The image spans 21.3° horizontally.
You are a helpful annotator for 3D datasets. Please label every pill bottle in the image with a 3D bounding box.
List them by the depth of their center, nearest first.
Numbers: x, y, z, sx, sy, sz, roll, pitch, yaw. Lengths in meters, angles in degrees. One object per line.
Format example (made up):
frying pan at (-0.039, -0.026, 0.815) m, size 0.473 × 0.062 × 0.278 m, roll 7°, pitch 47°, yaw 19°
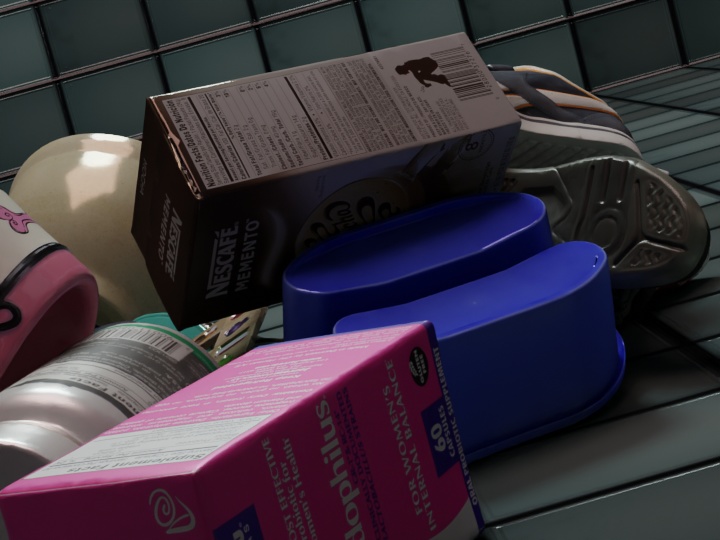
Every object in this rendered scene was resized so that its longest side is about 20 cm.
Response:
pill bottle at (-0.135, 0.101, 0.929) m, size 0.112 × 0.114 × 0.200 m, roll -13°, pitch 8°, yaw 15°

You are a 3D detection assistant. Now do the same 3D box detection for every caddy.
caddy at (0.049, 0.042, 1.035) m, size 0.198 × 0.106 × 0.141 m, roll -18°, pitch 33°, yaw -19°

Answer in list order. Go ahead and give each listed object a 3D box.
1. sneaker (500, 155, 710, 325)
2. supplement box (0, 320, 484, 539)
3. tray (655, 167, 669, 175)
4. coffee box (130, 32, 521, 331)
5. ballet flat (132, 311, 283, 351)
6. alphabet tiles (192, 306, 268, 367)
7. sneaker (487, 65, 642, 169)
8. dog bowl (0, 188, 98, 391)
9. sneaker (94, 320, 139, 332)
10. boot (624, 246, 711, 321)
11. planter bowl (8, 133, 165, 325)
sneaker at (0.154, -0.015, 1.134) m, size 0.114 × 0.077 × 0.199 m, roll 22°, pitch -12°, yaw -31°
supplement box at (-0.042, 0.101, 0.791) m, size 0.103 × 0.102 × 0.200 m, roll -10°, pitch 10°, yaw 32°
tray at (0.106, -0.049, 1.336) m, size 0.199 × 0.022 × 0.107 m, roll -4°, pitch 23°, yaw 38°
coffee box at (-0.022, -0.052, 1.078) m, size 0.198 × 0.080 × 0.113 m, roll -15°, pitch -35°, yaw -23°
ballet flat at (-0.082, 0.073, 1.218) m, size 0.068 × 0.068 × 0.199 m, roll 31°, pitch -12°, yaw -36°
alphabet tiles at (-0.140, 0.089, 1.126) m, size 0.199 × 0.008 × 0.167 m, roll -35°, pitch 11°, yaw 13°
sneaker at (0.081, -0.090, 1.225) m, size 0.198 × 0.079 × 0.080 m, roll 13°, pitch 32°, yaw -19°
dog bowl at (-0.208, 0.060, 1.010) m, size 0.073 × 0.201 × 0.200 m, roll 26°, pitch 16°, yaw 7°
sneaker at (-0.224, 0.073, 1.232) m, size 0.199 × 0.080 × 0.079 m, roll -31°, pitch 13°, yaw 20°
boot at (0.121, 0.003, 1.297) m, size 0.199 × 0.073 × 0.144 m, roll -6°, pitch 13°, yaw 34°
planter bowl at (-0.208, 0.013, 1.512) m, size 0.199 × 0.201 × 0.135 m, roll -11°, pitch 35°, yaw 27°
